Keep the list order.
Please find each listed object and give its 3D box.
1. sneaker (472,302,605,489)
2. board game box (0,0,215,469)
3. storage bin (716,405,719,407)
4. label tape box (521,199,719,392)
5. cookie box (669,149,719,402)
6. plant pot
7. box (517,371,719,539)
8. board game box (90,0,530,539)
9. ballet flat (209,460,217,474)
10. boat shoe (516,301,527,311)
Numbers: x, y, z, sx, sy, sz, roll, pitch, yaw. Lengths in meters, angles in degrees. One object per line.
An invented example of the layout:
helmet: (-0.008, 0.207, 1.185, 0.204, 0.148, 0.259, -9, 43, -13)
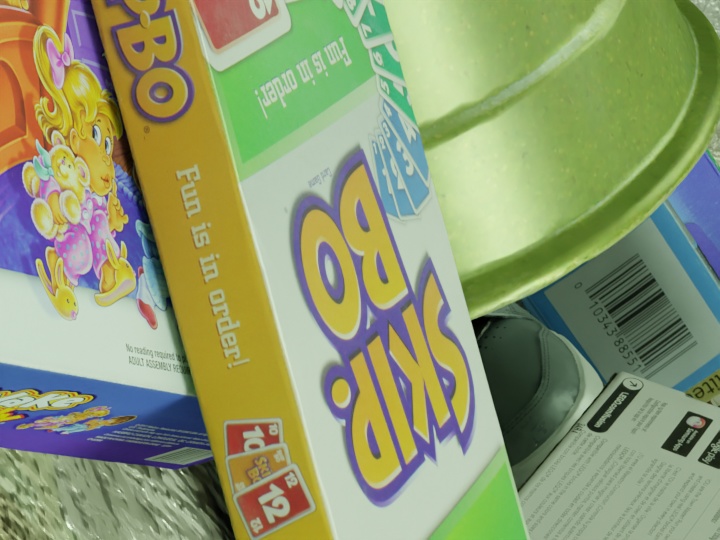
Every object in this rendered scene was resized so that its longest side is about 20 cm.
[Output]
sneaker: (0.000, 0.000, 0.891, 0.121, 0.084, 0.200, 49, -9, -28)
board game box: (-0.080, -0.038, 0.520, 0.200, 0.045, 0.135, 15, 61, -62)
storage bin: (0.114, 0.124, 0.780, 0.094, 0.135, 0.200, 49, 29, -14)
label tape box: (0.054, -0.052, 0.998, 0.144, 0.063, 0.200, 53, 4, -32)
cookie box: (0.099, -0.013, 1.317, 0.200, 0.171, 0.075, 55, 11, -5)
plant pot: (-0.017, -0.111, 0.727, 0.200, 0.199, 0.191, -111, -178, -58)
box: (0.068, 0.099, 0.623, 0.110, 0.035, 0.200, 20, 34, 21)
board game box: (-0.011, -0.008, 0.563, 0.095, 0.030, 0.201, -6, 82, -65)
ballet flat: (-0.013, 0.031, 0.795, 0.071, 0.070, 0.201, 48, 41, -45)
boat shoe: (0.068, 0.107, 1.023, 0.201, 0.067, 0.072, 65, -13, 8)
